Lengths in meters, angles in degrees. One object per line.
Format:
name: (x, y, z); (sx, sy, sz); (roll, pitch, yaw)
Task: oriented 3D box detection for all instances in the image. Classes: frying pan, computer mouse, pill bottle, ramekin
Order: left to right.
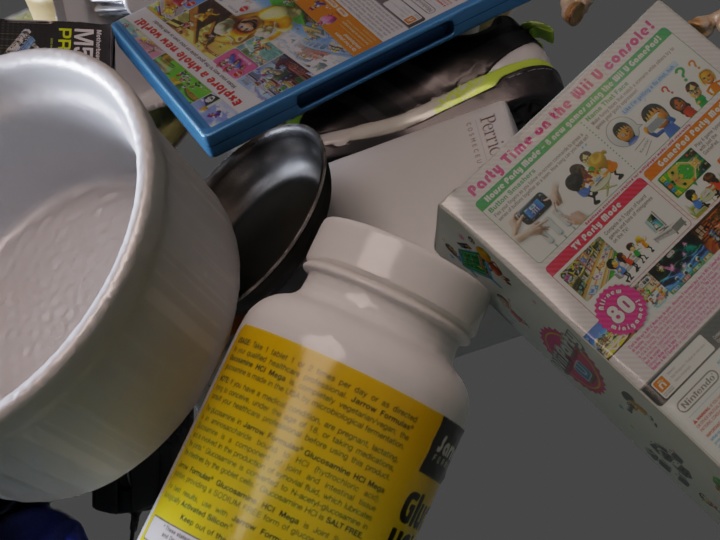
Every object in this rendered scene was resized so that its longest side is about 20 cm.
ramekin: (-0.152, 0.008, 0.747); (0.200, 0.098, 0.201); (-16, 55, 24)
computer mouse: (-0.121, 0.128, 0.821); (0.058, 0.034, 0.201); (-9, 52, 16)
frying pan: (-0.074, 0.011, 0.786); (0.115, 0.031, 0.190); (10, 66, 55)
pill bottle: (-0.020, 0.083, 0.727); (0.112, 0.112, 0.201); (20, 81, 35)

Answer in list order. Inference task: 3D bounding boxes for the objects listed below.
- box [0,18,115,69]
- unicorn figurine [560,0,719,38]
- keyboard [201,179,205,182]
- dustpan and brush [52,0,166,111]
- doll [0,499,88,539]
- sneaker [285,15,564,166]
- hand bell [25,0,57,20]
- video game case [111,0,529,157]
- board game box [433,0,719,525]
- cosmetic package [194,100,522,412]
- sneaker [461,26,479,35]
box: (-0.216, -0.048, 0.894); (0.159, 0.044, 0.201); (1, 60, -8)
unicorn figurine: (0.169, -0.197, 0.932); (0.199, 0.074, 0.137); (26, 57, 21)
keyboard: (-0.160, 0.007, 0.906); (0.127, 0.021, 0.200); (42, 64, 14)
dustpan and brush: (-0.088, -0.181, 1.014); (0.199, 0.140, 0.057); (-18, 15, -29)
doll: (-0.184, 0.129, 0.820); (0.136, 0.049, 0.200); (-46, 34, -13)
sneaker: (0.017, -0.086, 0.903); (0.199, 0.072, 0.083); (-17, 57, -3)
hand bell: (-0.205, -0.212, 1.013); (0.104, 0.200, 0.104); (-13, 50, 15)
video game case: (-0.023, -0.143, 0.900); (0.199, 0.018, 0.143); (-28, 42, -13)
board game box: (0.154, -0.001, 0.731); (0.147, 0.064, 0.200); (-42, 75, -12)
cosmetic package: (0.000, 0.000, 0.843); (0.199, 0.071, 0.102); (-20, 48, 8)
sneaker: (-0.024, -0.133, 0.960); (0.199, 0.071, 0.080); (-17, 52, 11)
